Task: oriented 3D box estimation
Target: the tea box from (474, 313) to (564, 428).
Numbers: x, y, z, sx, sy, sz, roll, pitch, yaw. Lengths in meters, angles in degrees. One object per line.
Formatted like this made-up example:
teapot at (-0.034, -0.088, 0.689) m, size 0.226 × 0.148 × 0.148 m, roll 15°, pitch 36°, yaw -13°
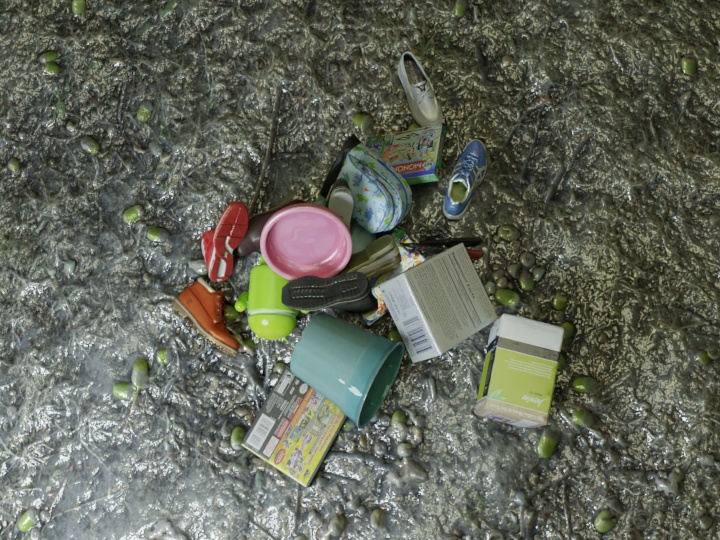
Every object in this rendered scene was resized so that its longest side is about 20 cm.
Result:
tea box at (0.328, 0.216, 1.575) m, size 0.130 × 0.200 × 0.202 m, roll 14°, pitch 78°, yaw 6°

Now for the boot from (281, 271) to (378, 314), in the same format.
boot at (-0.063, 0.068, 1.641) m, size 0.195 × 0.139 × 0.079 m, roll -4°, pitch 67°, yaw 14°

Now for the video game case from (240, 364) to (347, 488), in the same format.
video game case at (-0.140, 0.343, 1.659) m, size 0.178 × 0.026 × 0.203 m, roll 29°, pitch 79°, yaw 9°

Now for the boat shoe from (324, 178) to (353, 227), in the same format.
boat shoe at (-0.052, -0.106, 1.640) m, size 0.069 × 0.203 × 0.064 m, roll 7°, pitch 39°, yaw -12°

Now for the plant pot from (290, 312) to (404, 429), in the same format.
plant pot at (-0.034, 0.199, 1.612) m, size 0.193 × 0.201 × 0.203 m, roll 28°, pitch 79°, yaw 17°

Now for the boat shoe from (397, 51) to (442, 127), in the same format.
boat shoe at (0.145, -0.435, 1.809) m, size 0.070 × 0.069 × 0.205 m, roll -16°, pitch 76°, yaw -1°

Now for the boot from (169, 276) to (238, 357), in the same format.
boot at (-0.331, 0.104, 1.705) m, size 0.199 × 0.075 × 0.107 m, roll 42°, pitch 77°, yaw 12°

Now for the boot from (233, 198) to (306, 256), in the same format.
boot at (-0.190, -0.088, 1.698) m, size 0.199 × 0.166 × 0.073 m, roll -40°, pitch 121°, yaw -12°

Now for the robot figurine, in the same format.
robot figurine at (-0.194, 0.062, 1.682) m, size 0.171 × 0.116 × 0.205 m, roll 1°, pitch 77°, yaw 2°

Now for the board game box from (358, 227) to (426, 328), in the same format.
board game box at (0.057, 0.017, 1.722) m, size 0.199 × 0.035 × 0.136 m, roll -38°, pitch 77°, yaw -6°

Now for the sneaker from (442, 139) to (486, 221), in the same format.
sneaker at (0.249, -0.216, 1.747) m, size 0.074 × 0.077 × 0.204 m, roll 17°, pitch 76°, yaw 9°

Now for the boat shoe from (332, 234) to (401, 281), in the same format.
boat shoe at (0.000, 0.000, 1.669) m, size 0.197 × 0.069 × 0.075 m, roll -26°, pitch 32°, yaw 13°

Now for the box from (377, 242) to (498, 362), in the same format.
box at (0.167, 0.068, 1.611) m, size 0.198 × 0.104 × 0.187 m, roll -24°, pitch 88°, yaw -37°

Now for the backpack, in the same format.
backpack at (0.018, -0.175, 1.668) m, size 0.197 × 0.154 × 0.165 m, roll 31°, pitch 121°, yaw -1°

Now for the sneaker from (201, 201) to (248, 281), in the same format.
sneaker at (-0.322, -0.088, 1.703) m, size 0.116 × 0.077 × 0.203 m, roll 49°, pitch 123°, yaw 41°

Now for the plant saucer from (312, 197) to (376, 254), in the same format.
plant saucer at (-0.062, -0.094, 1.734) m, size 0.196 × 0.039 × 0.206 m, roll -4°, pitch 66°, yaw 8°

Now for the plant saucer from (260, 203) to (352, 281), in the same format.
plant saucer at (-0.114, -0.064, 1.595) m, size 0.195 × 0.204 × 0.051 m, roll -4°, pitch 40°, yaw 2°

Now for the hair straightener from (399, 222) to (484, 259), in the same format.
hair straightener at (0.185, -0.071, 1.721) m, size 0.194 × 0.041 × 0.079 m, roll 3°, pitch 63°, yaw -5°

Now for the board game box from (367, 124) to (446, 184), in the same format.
board game box at (0.098, -0.258, 1.729) m, size 0.196 × 0.029 × 0.138 m, roll -5°, pitch 61°, yaw 32°
